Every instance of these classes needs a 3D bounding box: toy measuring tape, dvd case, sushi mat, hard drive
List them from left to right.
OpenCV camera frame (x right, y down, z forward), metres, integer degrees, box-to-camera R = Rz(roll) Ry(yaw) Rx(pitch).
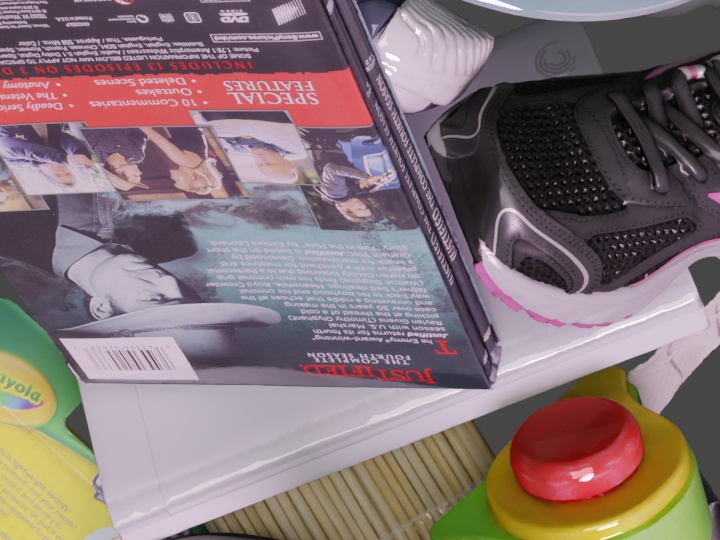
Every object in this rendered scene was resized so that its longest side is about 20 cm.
[{"bbox_3d":[-0.051,-0.025,0.711,0.145,0.200,0.022,0,55,20],"label":"dvd case"},{"bbox_3d":[0.000,0.000,0.819,0.199,0.026,0.132,-22,53,5],"label":"hard drive"},{"bbox_3d":[0.027,0.122,0.804,0.096,0.012,0.200,-32,75,0],"label":"sushi mat"},{"bbox_3d":[0.100,0.056,0.791,0.200,0.074,0.074,-38,96,-31],"label":"toy measuring tape"}]

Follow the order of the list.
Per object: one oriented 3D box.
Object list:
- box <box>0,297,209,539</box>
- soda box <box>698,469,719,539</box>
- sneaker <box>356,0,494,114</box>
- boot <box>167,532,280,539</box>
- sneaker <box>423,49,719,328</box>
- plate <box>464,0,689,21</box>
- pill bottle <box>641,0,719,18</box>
[{"bbox_3d":[-0.148,0.114,0.867,0.117,0.048,0.200,42,99,-3],"label":"box"},{"bbox_3d":[0.035,0.131,0.850,0.199,0.071,0.064,-18,95,4],"label":"soda box"},{"bbox_3d":[-0.036,-0.045,0.765,0.079,0.199,0.130,31,94,-26],"label":"sneaker"},{"bbox_3d":[0.004,0.126,0.732,0.199,0.131,0.068,23,82,12],"label":"boot"},{"bbox_3d":[0.107,-0.042,0.736,0.086,0.200,0.081,-42,68,41],"label":"sneaker"},{"bbox_3d":[0.056,-0.170,0.721,0.199,0.026,0.201,5,72,-15],"label":"plate"},{"bbox_3d":[0.084,-0.153,0.795,0.200,0.109,0.109,36,97,-2],"label":"pill bottle"}]
